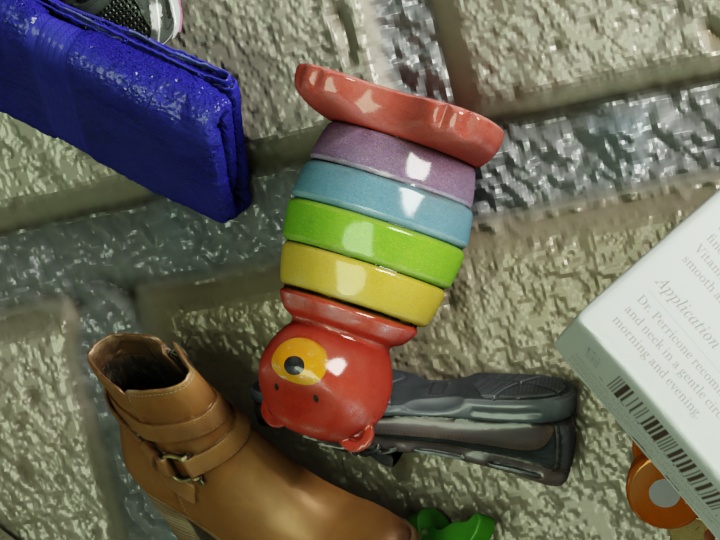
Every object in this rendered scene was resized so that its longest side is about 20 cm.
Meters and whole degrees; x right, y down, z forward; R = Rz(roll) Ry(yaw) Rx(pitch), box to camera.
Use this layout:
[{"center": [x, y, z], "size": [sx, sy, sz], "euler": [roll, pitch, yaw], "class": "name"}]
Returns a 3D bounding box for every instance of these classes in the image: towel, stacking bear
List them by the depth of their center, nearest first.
[{"center": [0.000, 0.000, 1.682], "size": [0.121, 0.114, 0.201], "euler": [17, 88, 21], "class": "stacking bear"}, {"center": [-0.154, -0.110, 1.747], "size": [0.199, 0.148, 0.050], "euler": [28, 71, 13], "class": "towel"}]

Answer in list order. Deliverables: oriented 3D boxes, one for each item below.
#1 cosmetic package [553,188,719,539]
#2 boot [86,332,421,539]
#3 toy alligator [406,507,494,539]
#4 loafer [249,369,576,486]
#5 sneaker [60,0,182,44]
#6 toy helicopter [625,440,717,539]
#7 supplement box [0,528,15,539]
[{"center": [0.232, 0.029, 1.565], "size": [0.200, 0.165, 0.165], "euler": [-39, 86, -5], "class": "cosmetic package"}, {"center": [-0.066, 0.110, 1.734], "size": [0.200, 0.077, 0.156], "euler": [18, 144, 42], "class": "boot"}, {"center": [0.009, 0.204, 1.787], "size": [0.200, 0.059, 0.054], "euler": [-50, 40, 23], "class": "toy alligator"}, {"center": [0.030, 0.095, 1.746], "size": [0.199, 0.072, 0.063], "euler": [1, 106, 18], "class": "loafer"}, {"center": [-0.193, -0.201, 1.756], "size": [0.080, 0.086, 0.200], "euler": [-41, 87, 25], "class": "sneaker"}, {"center": [0.242, 0.155, 1.687], "size": [0.132, 0.079, 0.201], "euler": [-22, 104, 15], "class": "toy helicopter"}, {"center": [-0.237, 0.244, 1.874], "size": [0.200, 0.074, 0.126], "euler": [37, 112, 10], "class": "supplement box"}]
